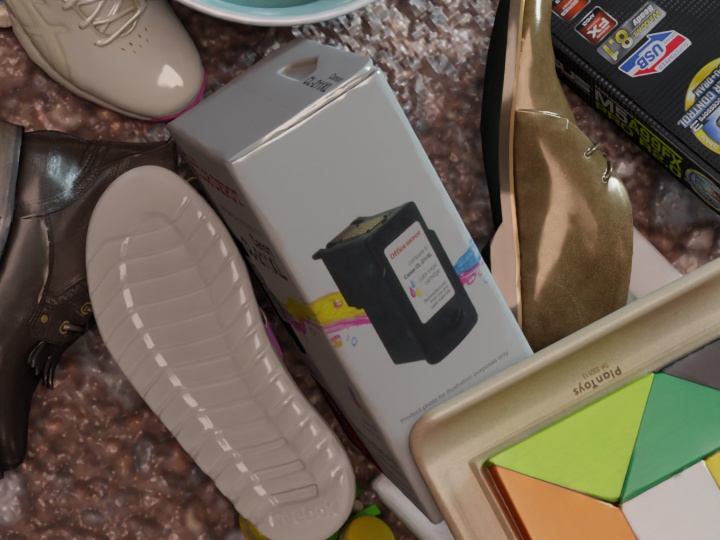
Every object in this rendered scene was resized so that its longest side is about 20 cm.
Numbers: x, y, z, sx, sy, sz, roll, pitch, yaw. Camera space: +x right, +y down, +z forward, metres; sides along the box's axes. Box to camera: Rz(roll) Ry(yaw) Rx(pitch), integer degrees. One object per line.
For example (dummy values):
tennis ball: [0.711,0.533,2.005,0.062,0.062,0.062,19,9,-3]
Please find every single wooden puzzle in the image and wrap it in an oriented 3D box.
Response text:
wooden puzzle: [0.144,0.115,0.794,0.184,0.037,0.201,-27,85,-8]

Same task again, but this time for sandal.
sandal: [-0.071,0.045,0.884,0.082,0.050,0.203,-29,87,11]

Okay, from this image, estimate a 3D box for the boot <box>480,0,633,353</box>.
boot: [0.100,-0.057,0.926,0.075,0.074,0.201,-2,92,1]

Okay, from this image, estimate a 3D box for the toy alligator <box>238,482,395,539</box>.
toy alligator: [0.002,0.151,0.919,0.200,0.059,0.054,50,41,2]

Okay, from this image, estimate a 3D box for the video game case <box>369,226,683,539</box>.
video game case: [0.136,0.107,0.949,0.182,0.024,0.200,45,82,2]

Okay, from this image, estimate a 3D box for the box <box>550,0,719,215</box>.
box: [0.210,-0.145,0.954,0.200,0.044,0.160,-43,70,-8]

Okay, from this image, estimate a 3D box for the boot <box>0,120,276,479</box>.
boot: [-0.114,0.011,0.920,0.173,0.069,0.201,4,90,-13]

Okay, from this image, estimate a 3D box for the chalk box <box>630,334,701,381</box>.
chalk box: [0.161,0.145,0.873,0.123,0.125,0.201,13,82,-3]

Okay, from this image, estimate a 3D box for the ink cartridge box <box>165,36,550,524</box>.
ink cartridge box: [0.000,0.000,0.857,0.083,0.146,0.201,-33,108,-8]

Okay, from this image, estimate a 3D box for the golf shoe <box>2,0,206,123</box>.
golf shoe: [-0.155,-0.154,0.915,0.200,0.091,0.075,45,79,-10]

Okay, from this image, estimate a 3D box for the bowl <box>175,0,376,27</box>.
bowl: [-0.051,-0.208,0.927,0.200,0.105,0.202,1,80,-8]

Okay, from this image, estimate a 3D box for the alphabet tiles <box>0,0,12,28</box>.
alphabet tiles: [-0.252,-0.202,0.953,0.195,0.015,0.200,38,81,-6]
